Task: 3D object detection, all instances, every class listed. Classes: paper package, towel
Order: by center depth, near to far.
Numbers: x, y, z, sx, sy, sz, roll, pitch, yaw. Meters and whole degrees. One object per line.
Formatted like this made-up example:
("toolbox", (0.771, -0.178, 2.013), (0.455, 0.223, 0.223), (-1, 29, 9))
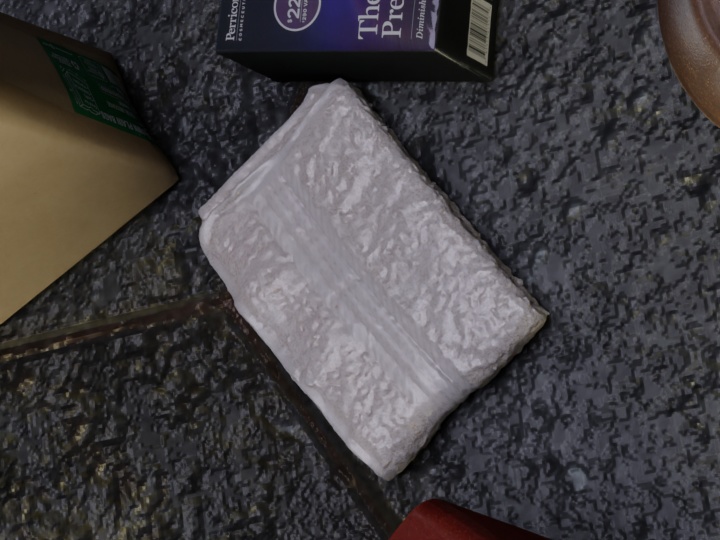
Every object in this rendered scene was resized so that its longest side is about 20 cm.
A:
("towel", (0.000, 0.000, 1.221), (0.133, 0.034, 0.200), (-46, 65, 14))
("paper package", (-0.238, -0.056, 1.258), (0.190, 0.200, 0.104), (-36, 67, 18))

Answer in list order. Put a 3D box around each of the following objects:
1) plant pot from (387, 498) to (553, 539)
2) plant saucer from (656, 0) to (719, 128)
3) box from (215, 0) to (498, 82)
("plant pot", (0.074, 0.225, 1.064), (0.200, 0.200, 0.176), (-52, 53, 10))
("plant saucer", (0.241, -0.155, 1.123), (0.200, 0.037, 0.201), (-5, 78, 26))
("box", (0.006, -0.210, 1.231), (0.141, 0.079, 0.201), (2, 82, 30))
